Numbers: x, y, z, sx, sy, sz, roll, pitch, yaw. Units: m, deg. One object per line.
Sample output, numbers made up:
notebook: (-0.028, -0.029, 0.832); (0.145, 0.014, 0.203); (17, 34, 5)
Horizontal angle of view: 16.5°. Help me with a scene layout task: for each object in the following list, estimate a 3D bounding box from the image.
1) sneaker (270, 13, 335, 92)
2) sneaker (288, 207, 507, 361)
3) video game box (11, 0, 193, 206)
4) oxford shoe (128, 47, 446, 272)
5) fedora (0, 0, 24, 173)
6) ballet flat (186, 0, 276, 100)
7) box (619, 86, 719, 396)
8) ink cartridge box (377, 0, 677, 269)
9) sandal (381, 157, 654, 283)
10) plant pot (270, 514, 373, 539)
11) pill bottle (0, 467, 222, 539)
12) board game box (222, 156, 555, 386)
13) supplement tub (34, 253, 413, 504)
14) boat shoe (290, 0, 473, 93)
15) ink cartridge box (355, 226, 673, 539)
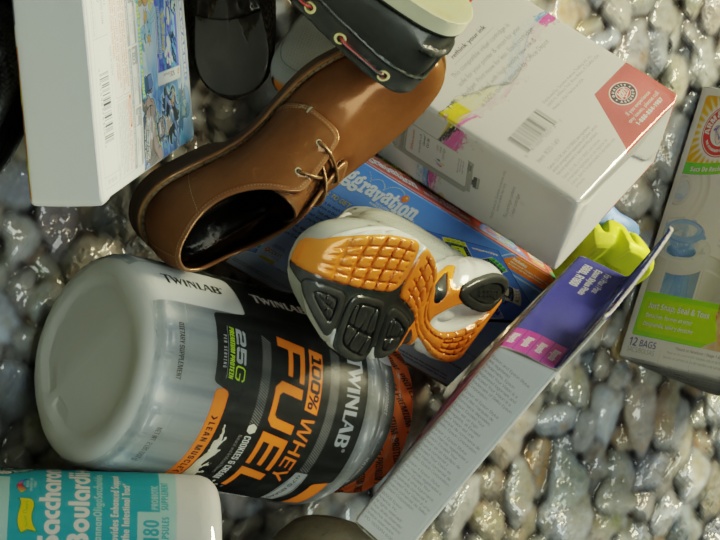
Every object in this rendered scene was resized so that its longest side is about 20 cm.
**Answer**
sneaker: (0.014, -0.182, 1.415); (0.200, 0.076, 0.092); (-48, 147, -16)
sneaker: (0.000, 0.000, 1.387); (0.076, 0.092, 0.200); (-58, 153, 6)
video game box: (-0.137, -0.149, 1.313); (0.182, 0.047, 0.200); (-44, 132, -71)
oxford shoe: (-0.029, -0.060, 1.370); (0.200, 0.071, 0.071); (-36, 125, -5)
fedora: (-0.237, -0.092, 1.273); (0.200, 0.092, 0.201); (-9, 106, -34)
ballet flat: (-0.072, -0.198, 1.424); (0.067, 0.046, 0.200); (-1, 95, 2)
box: (0.273, -0.014, 1.679); (0.101, 0.112, 0.200); (22, 84, -37)
ink cartridge box: (0.072, -0.105, 1.485); (0.116, 0.200, 0.068); (-44, 161, -34)
sandal: (0.095, -0.050, 1.570); (0.200, 0.079, 0.087); (21, 51, -33)
plant pot: (-0.039, 0.252, 1.450); (0.184, 0.200, 0.201); (-49, 124, -33)
pill bottle: (-0.177, 0.161, 1.329); (0.200, 0.111, 0.111); (2, 98, -8)
board game box: (0.018, -0.005, 1.510); (0.200, 0.019, 0.103); (30, 113, -38)
supplement tub: (-0.074, 0.067, 1.417); (0.200, 0.122, 0.123); (13, 90, -39)
boat shoe: (-0.036, -0.173, 1.330); (0.201, 0.063, 0.074); (39, 31, -1)
ink cartridge box: (0.093, 0.059, 1.472); (0.200, 0.043, 0.196); (-53, 175, 23)
